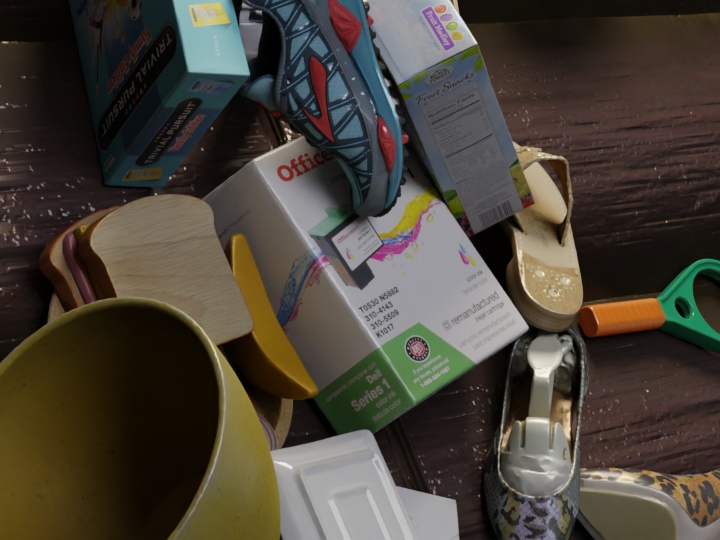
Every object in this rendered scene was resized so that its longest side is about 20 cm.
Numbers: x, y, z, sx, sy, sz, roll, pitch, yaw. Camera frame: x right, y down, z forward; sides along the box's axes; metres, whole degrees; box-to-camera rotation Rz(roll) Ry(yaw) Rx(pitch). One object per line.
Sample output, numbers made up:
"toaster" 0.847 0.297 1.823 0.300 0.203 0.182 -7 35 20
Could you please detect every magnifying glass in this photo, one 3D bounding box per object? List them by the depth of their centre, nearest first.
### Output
"magnifying glass" 0.249 0.033 1.777 0.200 0.022 0.080 -4 67 -43

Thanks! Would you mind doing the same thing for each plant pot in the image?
"plant pot" -0.126 0.136 1.302 0.142 0.200 0.200 44 38 -47

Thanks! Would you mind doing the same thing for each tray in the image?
"tray" 0.011 0.197 1.417 0.107 0.022 0.200 -10 69 -41

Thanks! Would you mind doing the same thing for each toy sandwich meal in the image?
"toy sandwich meal" -0.114 0.045 1.432 0.205 0.070 0.206 20 52 -29

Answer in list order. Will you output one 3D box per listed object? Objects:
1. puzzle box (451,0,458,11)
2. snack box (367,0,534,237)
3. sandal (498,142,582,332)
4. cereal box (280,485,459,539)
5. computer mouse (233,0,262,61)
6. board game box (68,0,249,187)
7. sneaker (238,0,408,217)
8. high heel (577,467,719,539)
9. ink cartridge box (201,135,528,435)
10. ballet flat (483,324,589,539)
"puzzle box" 0.013 -0.249 1.731 0.133 0.025 0.200 3 71 -37
"snack box" 0.044 -0.144 1.575 0.169 0.068 0.200 62 1 34
"sandal" 0.138 -0.052 1.661 0.077 0.070 0.212 12 41 -20
"cereal box" 0.004 0.230 1.434 0.144 0.040 0.200 16 55 -31
"computer mouse" -0.071 -0.182 1.555 0.044 0.110 0.200 9 12 8
"board game box" -0.143 -0.179 1.489 0.047 0.151 0.200 0 63 -29
"sneaker" -0.034 -0.123 1.468 0.095 0.079 0.200 -21 108 -12
"high heel" 0.229 0.166 1.665 0.200 0.071 0.143 23 26 -10
"ink cartridge box" 0.000 0.000 1.544 0.145 0.084 0.200 -30 84 -46
"ballet flat" 0.126 0.112 1.586 0.072 0.072 0.201 30 47 -22
